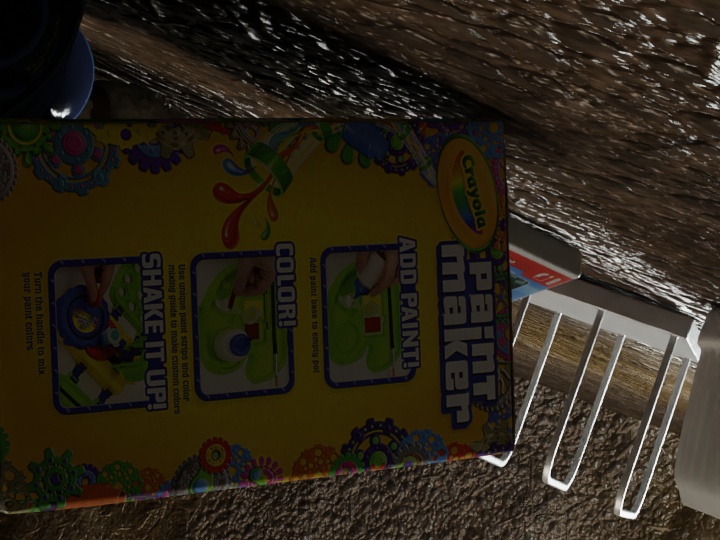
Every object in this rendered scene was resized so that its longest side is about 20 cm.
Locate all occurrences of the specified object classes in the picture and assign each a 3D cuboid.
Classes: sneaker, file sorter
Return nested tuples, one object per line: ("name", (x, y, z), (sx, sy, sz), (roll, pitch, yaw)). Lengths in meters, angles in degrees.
("sneaker", (-0.141, -0.086, 0.625), (0.081, 0.075, 0.200), (17, 177, 16))
("file sorter", (0.101, 0.063, 1.051), (0.198, 0.126, 0.139), (20, 176, 17))

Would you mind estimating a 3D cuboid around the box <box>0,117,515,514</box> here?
("box", (-0.075, 0.008, 0.622), (0.191, 0.124, 0.199), (-4, -178, -28))

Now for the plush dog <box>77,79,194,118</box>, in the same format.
("plush dog", (-0.155, -0.060, 0.856), (0.170, 0.162, 0.201), (7, -147, -28))

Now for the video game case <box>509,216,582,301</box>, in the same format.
("video game case", (0.000, 0.000, 0.891), (0.142, 0.018, 0.199), (23, 151, -33))

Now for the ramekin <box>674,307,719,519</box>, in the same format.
("ramekin", (0.262, 0.103, 0.875), (0.198, 0.106, 0.200), (21, 177, 1))
